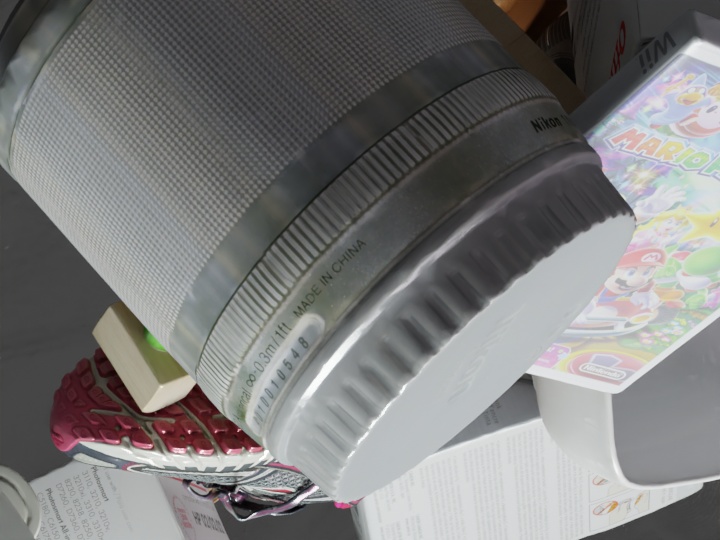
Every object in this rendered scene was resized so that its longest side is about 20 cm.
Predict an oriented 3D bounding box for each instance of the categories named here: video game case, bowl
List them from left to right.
[{"bbox_3d":[0.114,-0.019,0.918,0.143,0.018,0.200,15,138,-35],"label":"video game case"},{"bbox_3d":[0.152,-0.003,1.133,0.200,0.074,0.201,-8,101,-46],"label":"bowl"}]

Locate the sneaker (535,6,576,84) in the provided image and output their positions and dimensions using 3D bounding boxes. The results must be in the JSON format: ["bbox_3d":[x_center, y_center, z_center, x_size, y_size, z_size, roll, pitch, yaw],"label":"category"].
[{"bbox_3d":[0.090,-0.059,1.190,0.090,0.066,0.200,-44,170,-29],"label":"sneaker"}]

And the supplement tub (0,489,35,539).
[{"bbox_3d":[-0.234,0.146,0.903,0.200,0.140,0.140,-44,166,3],"label":"supplement tub"}]

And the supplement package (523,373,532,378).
[{"bbox_3d":[0.061,0.039,1.369,0.111,0.156,0.200,-33,163,-32],"label":"supplement package"}]

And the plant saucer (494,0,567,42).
[{"bbox_3d":[0.091,-0.146,1.166,0.200,0.037,0.200,-41,166,-13],"label":"plant saucer"}]

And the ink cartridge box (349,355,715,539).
[{"bbox_3d":[0.090,0.101,1.275,0.199,0.050,0.162,-21,148,-7],"label":"ink cartridge box"}]

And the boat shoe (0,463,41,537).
[{"bbox_3d":[-0.233,0.163,1.097,0.200,0.074,0.060,-39,166,-4],"label":"boat shoe"}]

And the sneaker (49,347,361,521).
[{"bbox_3d":[-0.057,0.083,1.096,0.199,0.081,0.075,7,127,-38],"label":"sneaker"}]

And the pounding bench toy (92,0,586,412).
[{"bbox_3d":[-0.024,-0.032,0.999,0.200,0.124,0.156,-38,165,-19],"label":"pounding bench toy"}]

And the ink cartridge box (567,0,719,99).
[{"bbox_3d":[0.134,-0.128,0.967,0.086,0.201,0.147,-1,148,-4],"label":"ink cartridge box"}]

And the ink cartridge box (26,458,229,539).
[{"bbox_3d":[-0.138,0.140,1.186,0.199,0.068,0.115,-26,167,5],"label":"ink cartridge box"}]

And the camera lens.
[{"bbox_3d":[-0.022,-0.039,0.825,0.160,0.200,0.160,-40,165,-12],"label":"camera lens"}]

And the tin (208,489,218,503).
[{"bbox_3d":[-0.123,0.124,1.357,0.200,0.042,0.112,-26,154,-50],"label":"tin"}]
